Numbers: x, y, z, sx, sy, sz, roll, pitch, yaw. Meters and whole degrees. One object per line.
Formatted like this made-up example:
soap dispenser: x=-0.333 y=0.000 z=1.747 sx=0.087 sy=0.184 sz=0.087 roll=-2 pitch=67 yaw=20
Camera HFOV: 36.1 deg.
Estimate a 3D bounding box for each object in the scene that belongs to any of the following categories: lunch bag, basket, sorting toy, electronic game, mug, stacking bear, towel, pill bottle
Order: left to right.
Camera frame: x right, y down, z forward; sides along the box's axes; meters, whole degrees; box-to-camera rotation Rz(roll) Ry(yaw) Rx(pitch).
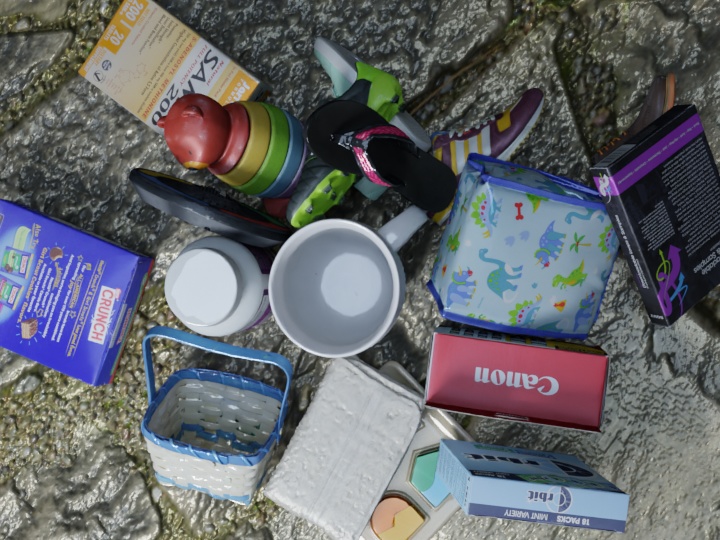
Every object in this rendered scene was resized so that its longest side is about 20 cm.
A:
electronic game: x=-0.172 y=-0.075 z=1.275 sx=0.197 sy=0.200 sz=0.042 roll=23 pitch=95 yaw=7
basket: x=-0.172 y=0.163 z=1.292 sx=0.173 sy=0.140 sz=0.202 roll=15 pitch=129 yaw=7
pill bottle: x=-0.158 y=0.017 z=1.274 sx=0.110 sy=0.200 sz=0.115 roll=0 pitch=90 yaw=7
stacking bear: x=-0.134 y=-0.140 z=1.259 sx=0.120 sy=0.198 sz=0.116 roll=1 pitch=78 yaw=47
towel: x=-0.017 y=0.210 z=1.308 sx=0.131 sy=0.034 sz=0.202 roll=29 pitch=91 yaw=7
mug: x=0.000 y=0.000 z=1.265 sx=0.200 sy=0.175 sz=0.148 roll=-44 pitch=86 yaw=5
sorting toy: x=0.035 y=0.241 z=1.333 sx=0.185 sy=0.036 sz=0.200 roll=44 pitch=96 yaw=5
lunch bag: x=0.194 y=-0.022 z=1.247 sx=0.196 sy=0.128 sz=0.173 roll=13 pitch=109 yaw=-11

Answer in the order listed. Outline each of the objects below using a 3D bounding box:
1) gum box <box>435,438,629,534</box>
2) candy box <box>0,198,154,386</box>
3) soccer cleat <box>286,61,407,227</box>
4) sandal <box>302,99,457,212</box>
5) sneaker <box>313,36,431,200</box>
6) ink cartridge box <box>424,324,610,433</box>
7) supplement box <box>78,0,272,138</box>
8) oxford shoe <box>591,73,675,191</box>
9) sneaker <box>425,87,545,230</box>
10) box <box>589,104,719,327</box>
gum box: x=0.181 y=0.233 z=1.215 sx=0.167 sy=0.200 sz=0.045 roll=8 pitch=92 yaw=-5
candy box: x=-0.376 y=0.027 z=1.366 sx=0.197 sy=0.077 sz=0.172 roll=22 pitch=92 yaw=8
soccer cleat: x=-0.029 y=-0.140 z=1.239 sx=0.081 sy=0.068 sz=0.201 roll=34 pitch=86 yaw=23
sandal: x=0.030 y=-0.123 z=1.192 sx=0.198 sy=0.045 sz=0.076 roll=25 pitch=91 yaw=-25
sneaker: x=-0.017 y=-0.178 z=1.314 sx=0.118 sy=0.073 sz=0.201 roll=-46 pitch=69 yaw=22
ink cartridge box: x=0.175 y=0.119 z=1.243 sx=0.196 sy=0.176 sz=0.086 roll=7 pitch=92 yaw=7
supplement box: x=-0.224 y=-0.231 z=1.344 sx=0.199 sy=0.074 sz=0.127 roll=36 pitch=95 yaw=6
oxford shoe: x=0.308 y=-0.136 z=1.276 sx=0.072 sy=0.071 sz=0.203 roll=20 pitch=94 yaw=11
sneaker: x=0.132 y=-0.149 z=1.297 sx=0.090 sy=0.075 sz=0.201 roll=40 pitch=94 yaw=0
box: x=0.345 y=-0.060 z=1.226 sx=0.142 sy=0.036 sz=0.202 roll=-34 pitch=109 yaw=-22
